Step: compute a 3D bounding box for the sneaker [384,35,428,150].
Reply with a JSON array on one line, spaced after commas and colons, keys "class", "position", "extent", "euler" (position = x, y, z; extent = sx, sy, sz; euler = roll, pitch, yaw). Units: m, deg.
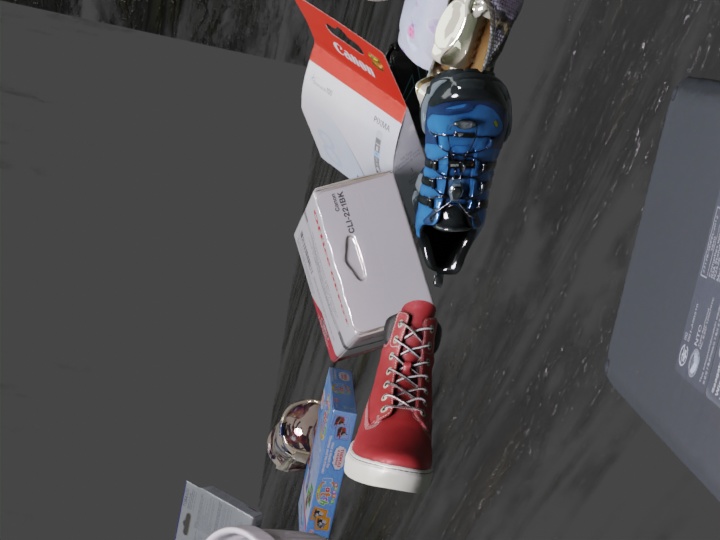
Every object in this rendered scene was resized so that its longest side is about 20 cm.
[{"class": "sneaker", "position": [0.068, -0.224, 1.433], "extent": [0.075, 0.078, 0.202], "euler": [-143, 66, -83]}]

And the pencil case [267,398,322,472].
[{"class": "pencil case", "position": [-0.090, 0.244, 2.063], "extent": [0.090, 0.077, 0.200], "euler": [-60, 1, -18]}]

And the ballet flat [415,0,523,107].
[{"class": "ballet flat", "position": [0.080, -0.172, 1.210], "extent": [0.072, 0.071, 0.202], "euler": [-87, 11, -53]}]

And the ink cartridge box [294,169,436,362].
[{"class": "ink cartridge box", "position": [0.000, 0.000, 1.397], "extent": [0.200, 0.083, 0.146], "euler": [127, 127, -78]}]

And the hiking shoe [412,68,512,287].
[{"class": "hiking shoe", "position": [0.082, -0.075, 1.125], "extent": [0.201, 0.074, 0.087], "euler": [93, 176, -57]}]

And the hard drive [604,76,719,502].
[{"class": "hard drive", "position": [0.142, 0.003, 0.532], "extent": [0.200, 0.033, 0.141], "euler": [-111, 33, -79]}]

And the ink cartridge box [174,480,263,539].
[{"class": "ink cartridge box", "position": [-0.311, 0.577, 3.091], "extent": [0.043, 0.199, 0.198], "euler": [-11, -61, -53]}]

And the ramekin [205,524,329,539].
[{"class": "ramekin", "position": [-0.073, 0.334, 1.311], "extent": [0.199, 0.104, 0.202], "euler": [-7, 81, 54]}]

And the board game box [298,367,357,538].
[{"class": "board game box", "position": [-0.044, 0.245, 1.829], "extent": [0.151, 0.036, 0.202], "euler": [-100, 21, -73]}]

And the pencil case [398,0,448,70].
[{"class": "pencil case", "position": [0.095, -0.269, 1.240], "extent": [0.083, 0.090, 0.201], "euler": [57, 144, 43]}]

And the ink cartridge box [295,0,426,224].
[{"class": "ink cartridge box", "position": [-0.008, -0.156, 1.385], "extent": [0.160, 0.047, 0.201], "euler": [41, 164, 42]}]

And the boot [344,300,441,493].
[{"class": "boot", "position": [0.036, 0.101, 1.201], "extent": [0.200, 0.072, 0.146], "euler": [-97, 20, -82]}]
